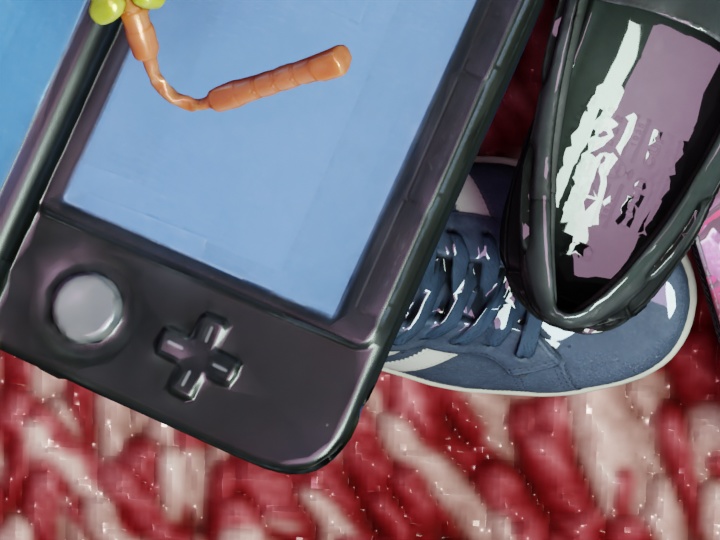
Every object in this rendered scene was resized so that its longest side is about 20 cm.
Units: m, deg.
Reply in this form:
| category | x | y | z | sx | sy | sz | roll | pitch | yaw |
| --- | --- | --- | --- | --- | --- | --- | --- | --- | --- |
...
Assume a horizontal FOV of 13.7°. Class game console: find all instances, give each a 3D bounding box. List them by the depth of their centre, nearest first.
| category | x | y | z | sx | sy | sz | roll | pitch | yaw |
| --- | --- | --- | --- | --- | --- | --- | --- | --- | --- |
| game console | -0.055 | -0.070 | 0.778 | 0.171 | 0.118 | 0.200 | 23 | 86 | 13 |

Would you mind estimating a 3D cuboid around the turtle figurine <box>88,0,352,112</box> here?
| category | x | y | z | sx | sy | sz | roll | pitch | yaw |
| --- | --- | --- | --- | --- | --- | --- | --- | --- | --- |
| turtle figurine | -0.023 | -0.149 | 0.732 | 0.161 | 0.064 | 0.200 | 40 | 114 | -10 |

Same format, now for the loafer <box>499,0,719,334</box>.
| category | x | y | z | sx | sy | sz | roll | pitch | yaw |
| --- | --- | --- | --- | --- | --- | --- | --- | --- | --- |
| loafer | 0.091 | -0.076 | 0.807 | 0.068 | 0.070 | 0.201 | 20 | 101 | 0 |

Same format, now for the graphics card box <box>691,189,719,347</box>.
| category | x | y | z | sx | sy | sz | roll | pitch | yaw |
| --- | --- | --- | --- | --- | --- | --- | --- | --- | --- |
| graphics card box | 0.149 | -0.048 | 0.871 | 0.125 | 0.051 | 0.200 | -16 | 99 | 6 |

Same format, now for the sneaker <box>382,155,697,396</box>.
| category | x | y | z | sx | sy | sz | roll | pitch | yaw |
| --- | --- | --- | --- | --- | --- | --- | --- | --- | --- |
| sneaker | 0.000 | 0.000 | 0.868 | 0.200 | 0.085 | 0.075 | 10 | 101 | 0 |
